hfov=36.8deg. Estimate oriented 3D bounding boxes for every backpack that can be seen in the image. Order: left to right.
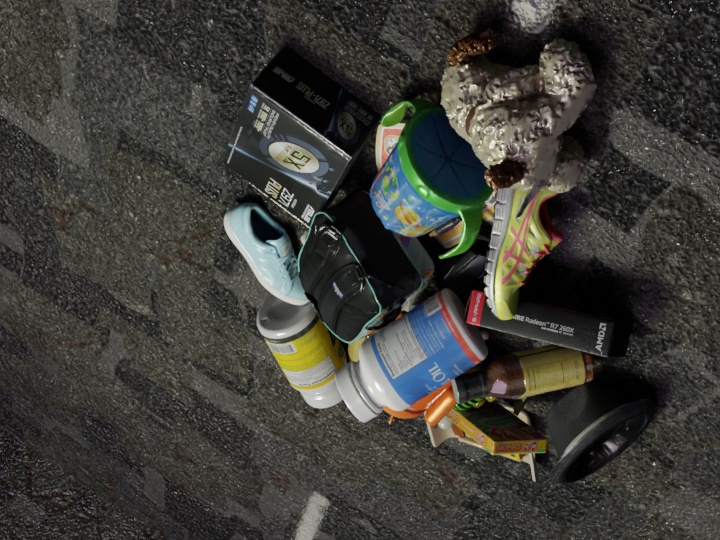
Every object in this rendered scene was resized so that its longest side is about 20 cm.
[{"bbox_3d":[0.000,0.000,1.538,0.177,0.152,0.200,54,144,13],"label":"backpack"}]

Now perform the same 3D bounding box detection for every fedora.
[{"bbox_3d":[0.329,0.220,1.558,0.092,0.198,0.202,55,157,27],"label":"fedora"}]

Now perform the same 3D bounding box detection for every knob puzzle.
[{"bbox_3d":[0.092,-0.120,1.435,0.217,0.031,0.221,25,146,18],"label":"knob puzzle"}]

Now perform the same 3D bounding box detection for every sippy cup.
[{"bbox_3d":[0.080,-0.110,1.340,0.138,0.180,0.130,22,146,-19],"label":"sippy cup"}]

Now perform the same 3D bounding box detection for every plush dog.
[{"bbox_3d":[0.156,-0.174,1.222,0.172,0.159,0.202,44,156,34],"label":"plush dog"}]

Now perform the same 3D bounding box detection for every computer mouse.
[{"bbox_3d":[0.140,-0.006,1.492,0.139,0.047,0.199,31,150,-19],"label":"computer mouse"}]

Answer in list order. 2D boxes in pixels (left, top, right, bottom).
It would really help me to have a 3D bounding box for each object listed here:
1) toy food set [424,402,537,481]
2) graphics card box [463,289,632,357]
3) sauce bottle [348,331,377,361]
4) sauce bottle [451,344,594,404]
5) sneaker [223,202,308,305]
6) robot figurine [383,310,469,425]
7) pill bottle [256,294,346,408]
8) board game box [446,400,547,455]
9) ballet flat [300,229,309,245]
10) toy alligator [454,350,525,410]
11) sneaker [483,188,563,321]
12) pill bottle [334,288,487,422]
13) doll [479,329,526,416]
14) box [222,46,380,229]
[{"bbox_3d":[0.201,0.278,1.808,0.197,0.061,0.145,16,142,30],"label":"toy food set"},{"bbox_3d":[0.251,0.070,1.435,0.197,0.052,0.125,14,-179,26],"label":"graphics card box"},{"bbox_3d":[0.019,0.083,1.717,0.065,0.066,0.201,28,145,12],"label":"sauce bottle"},{"bbox_3d":[0.226,0.145,1.511,0.196,0.067,0.067,-11,139,-3],"label":"sauce bottle"},{"bbox_3d":[-0.136,-0.025,1.730,0.200,0.074,0.082,47,149,-17],"label":"sneaker"},{"bbox_3d":[0.087,0.141,1.618,0.143,0.117,0.200,39,123,-8],"label":"robot figurine"},{"bbox_3d":[-0.091,0.135,1.853,0.113,0.115,0.202,8,138,36],"label":"pill bottle"},{"bbox_3d":[0.195,0.232,1.658,0.200,0.094,0.031,-152,66,-64],"label":"board game box"},{"bbox_3d":[-0.058,-0.023,1.678,0.075,0.067,0.202,42,157,35],"label":"ballet flat"},{"bbox_3d":[0.180,0.171,1.607,0.059,0.054,0.200,43,145,-4],"label":"toy alligator"},{"bbox_3d":[0.205,-0.030,1.345,0.089,0.078,0.204,10,109,13],"label":"sneaker"},{"bbox_3d":[0.067,0.123,1.489,0.199,0.113,0.113,-34,114,12],"label":"pill bottle"},{"bbox_3d":[0.176,0.138,1.666,0.198,0.049,0.137,32,143,13],"label":"doll"},{"bbox_3d":[-0.086,-0.176,1.480,0.163,0.087,0.200,36,148,0],"label":"box"}]
